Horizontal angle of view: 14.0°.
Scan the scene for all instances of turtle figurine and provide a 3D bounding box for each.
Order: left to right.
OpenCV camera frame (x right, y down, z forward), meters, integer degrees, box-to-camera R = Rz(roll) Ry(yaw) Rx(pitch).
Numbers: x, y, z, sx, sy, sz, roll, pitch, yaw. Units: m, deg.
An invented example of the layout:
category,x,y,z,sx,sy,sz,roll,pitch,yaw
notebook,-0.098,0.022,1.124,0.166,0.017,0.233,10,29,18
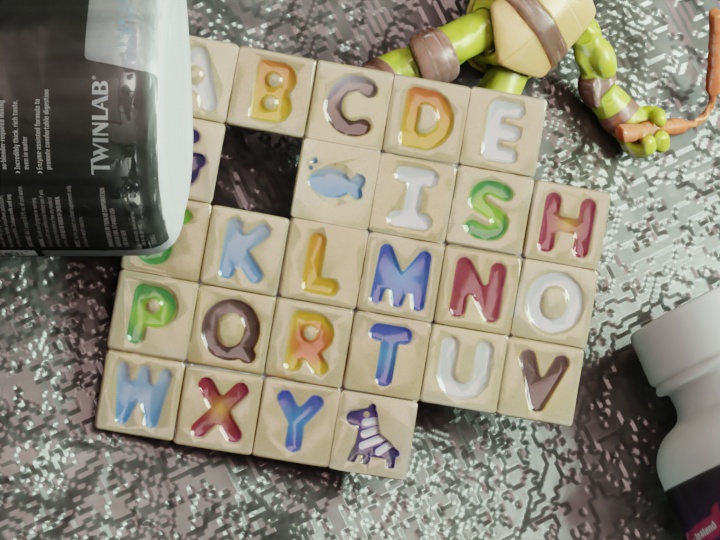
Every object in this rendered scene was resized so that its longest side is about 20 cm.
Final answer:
category,x,y,z,sx,sy,sz,roll,pitch,yaw
turtle figurine,0.063,-0.111,1.278,0.161,0.064,0.201,-42,120,-16

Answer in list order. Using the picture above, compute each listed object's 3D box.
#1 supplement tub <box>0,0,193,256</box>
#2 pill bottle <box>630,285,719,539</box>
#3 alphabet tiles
category,x,y,z,sx,sy,sz,roll,pitch,yaw
supplement tub,-0.169,-0.066,1.159,0.198,0.123,0.123,0,75,3
pill bottle,0.192,0.100,1.241,0.111,0.111,0.201,-22,82,-20
alphabet tiles,0.000,0.000,1.228,0.198,0.008,0.169,10,90,-5
